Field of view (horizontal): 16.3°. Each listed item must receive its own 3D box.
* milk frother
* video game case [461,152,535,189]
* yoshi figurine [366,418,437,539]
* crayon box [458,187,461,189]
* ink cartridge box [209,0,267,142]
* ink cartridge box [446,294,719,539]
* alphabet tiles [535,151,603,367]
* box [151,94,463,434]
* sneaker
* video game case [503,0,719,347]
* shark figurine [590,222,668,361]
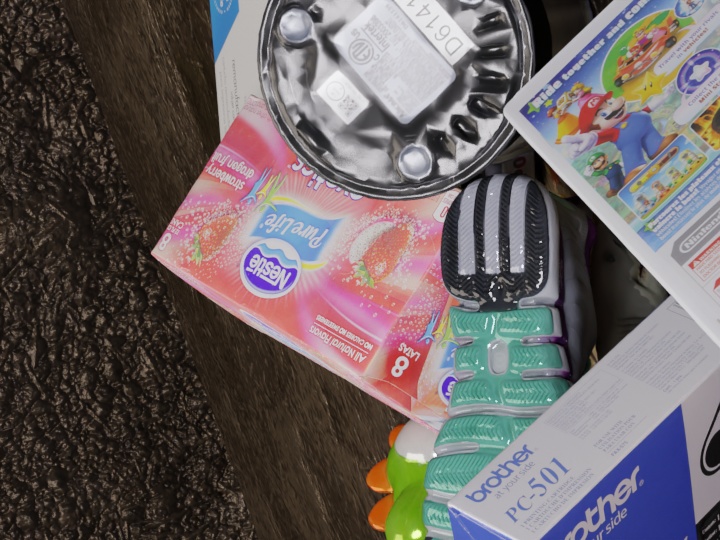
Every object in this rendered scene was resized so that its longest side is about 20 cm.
[{"bbox_3d":[0.058,-0.142,1.095,0.181,0.200,0.188,65,-165,-2],"label":"milk frother"},{"bbox_3d":[0.048,-0.128,1.381,0.183,0.023,0.200,83,164,-48],"label":"video game case"},{"bbox_3d":[0.081,0.069,1.246,0.112,0.200,0.112,34,147,-17],"label":"yoshi figurine"},{"bbox_3d":[0.053,0.009,1.424,0.200,0.058,0.119,62,-179,-15],"label":"crayon box"},{"bbox_3d":[-0.007,-0.130,1.319,0.200,0.067,0.117,-16,78,61],"label":"ink cartridge box"},{"bbox_3d":[0.119,0.071,0.979,0.044,0.200,0.094,25,141,37],"label":"ink cartridge box"},{"bbox_3d":[0.105,-0.030,1.355,0.166,0.006,0.201,148,101,-79],"label":"alphabet tiles"},{"bbox_3d":[0.000,0.000,1.224,0.095,0.103,0.200,35,177,-38],"label":"box"},{"bbox_3d":[0.080,0.060,1.109,0.087,0.074,0.201,7,-93,-57],"label":"sneaker"},{"bbox_3d":[0.140,-0.055,0.812,0.018,0.143,0.200,42,-173,-36],"label":"video game case"},{"bbox_3d":[0.130,0.075,1.152,0.215,0.089,0.128,-108,-2,-69],"label":"shark figurine"}]
